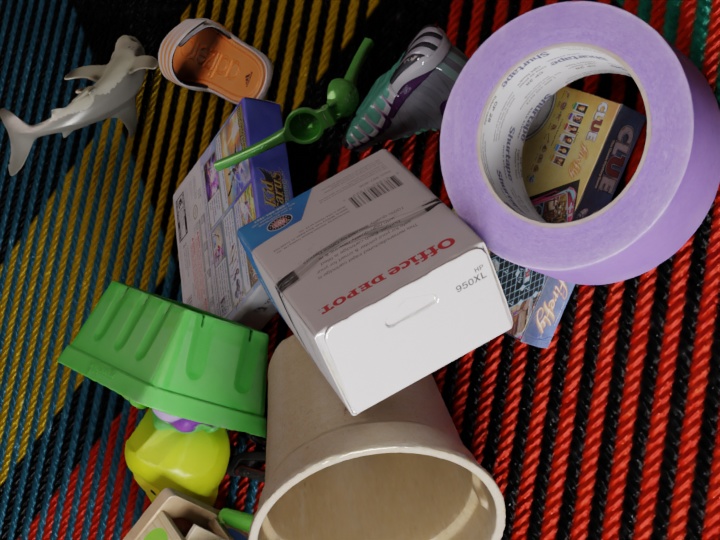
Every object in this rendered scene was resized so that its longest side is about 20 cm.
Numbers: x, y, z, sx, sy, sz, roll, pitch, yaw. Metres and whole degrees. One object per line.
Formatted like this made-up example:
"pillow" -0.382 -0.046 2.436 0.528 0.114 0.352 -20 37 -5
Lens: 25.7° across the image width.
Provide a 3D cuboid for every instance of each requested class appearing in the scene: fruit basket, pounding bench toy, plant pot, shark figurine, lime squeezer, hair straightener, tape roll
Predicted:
"fruit basket" -0.179 0.130 1.440 0.215 0.155 0.217 -28 53 44
"pounding bench toy" -0.119 0.261 1.377 0.200 0.124 0.156 -51 42 5
"plant pot" 0.001 0.140 1.264 0.200 0.200 0.184 -45 35 27
"shark figurine" -0.292 -0.176 1.760 0.128 0.090 0.214 20 52 43
"lime squeezer" -0.047 -0.151 1.456 0.200 0.038 0.070 -42 51 -16
"hair straightener" -0.065 0.161 1.433 0.199 0.041 0.078 4 78 53
"tape roll" 0.165 -0.094 1.183 0.198 0.085 0.202 -4 81 29

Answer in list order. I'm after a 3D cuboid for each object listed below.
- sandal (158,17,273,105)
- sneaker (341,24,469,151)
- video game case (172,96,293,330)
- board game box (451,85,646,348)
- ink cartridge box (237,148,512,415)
"sandal" -0.166 -0.229 1.672 0.206 0.059 0.080 26 95 50
"sneaker" 0.050 -0.136 1.390 0.075 0.087 0.200 -61 9 -24
"video game case" -0.121 -0.033 1.526 0.181 0.045 0.201 -47 44 48
"board game box" 0.137 -0.053 1.284 0.135 0.034 0.201 29 97 49
"ink cartridge box" 0.008 0.004 1.224 0.144 0.085 0.200 -29 32 -7
